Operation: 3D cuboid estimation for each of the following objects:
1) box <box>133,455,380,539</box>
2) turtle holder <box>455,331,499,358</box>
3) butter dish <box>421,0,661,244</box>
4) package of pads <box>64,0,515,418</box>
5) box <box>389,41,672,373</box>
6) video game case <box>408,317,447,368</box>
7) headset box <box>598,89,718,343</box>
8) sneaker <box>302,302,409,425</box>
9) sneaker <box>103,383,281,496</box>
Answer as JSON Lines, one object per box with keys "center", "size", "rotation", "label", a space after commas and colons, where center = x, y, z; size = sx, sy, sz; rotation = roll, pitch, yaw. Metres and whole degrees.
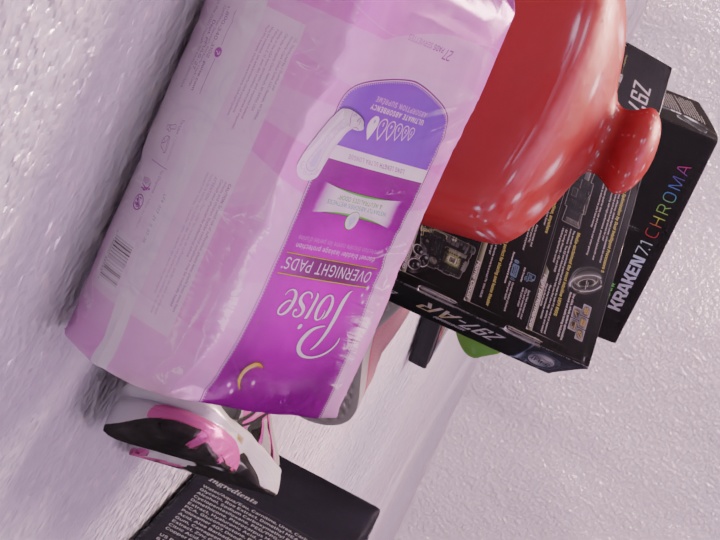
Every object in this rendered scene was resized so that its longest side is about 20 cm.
{"center": [-0.097, 0.241, 1.057], "size": [0.197, 0.117, 0.200], "rotation": [-67, 172, 24], "label": "box"}
{"center": [0.090, -0.052, 1.102], "size": [0.141, 0.186, 0.132], "rotation": [-31, -177, -9], "label": "turtle holder"}
{"center": [0.075, -0.086, 0.818], "size": [0.200, 0.148, 0.200], "rotation": [-62, 172, 1], "label": "butter dish"}
{"center": [-0.025, -0.042, 0.666], "size": [0.120, 0.076, 0.200], "rotation": [12, 105, -54], "label": "package of pads"}
{"center": [0.086, -0.061, 0.988], "size": [0.044, 0.160, 0.200], "rotation": [-13, -124, 62], "label": "box"}
{"center": [0.120, -0.009, 1.920], "size": [0.181, 0.025, 0.200], "rotation": [-57, 170, -36], "label": "video game case"}
{"center": [0.128, -0.071, 1.231], "size": [0.093, 0.200, 0.174], "rotation": [-87, -160, -68], "label": "headset box"}
{"center": [0.000, 0.000, 1.076], "size": [0.200, 0.075, 0.105], "rotation": [106, 6, -45], "label": "sneaker"}
{"center": [-0.067, 0.057, 0.827], "size": [0.200, 0.080, 0.086], "rotation": [103, 4, -78], "label": "sneaker"}
